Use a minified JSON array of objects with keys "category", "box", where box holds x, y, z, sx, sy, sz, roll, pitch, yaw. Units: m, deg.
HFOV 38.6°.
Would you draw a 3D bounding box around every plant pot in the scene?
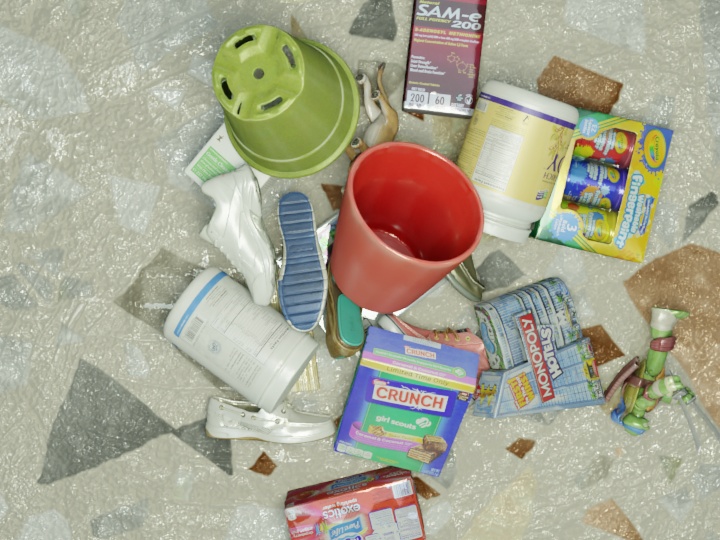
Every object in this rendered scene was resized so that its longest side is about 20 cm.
[{"category":"plant pot","box":[0.048,-0.045,1.421,0.198,0.178,0.202,11,54,-15]},{"category":"plant pot","box":[-0.114,-0.236,1.362,0.198,0.190,0.202,-1,86,10]}]

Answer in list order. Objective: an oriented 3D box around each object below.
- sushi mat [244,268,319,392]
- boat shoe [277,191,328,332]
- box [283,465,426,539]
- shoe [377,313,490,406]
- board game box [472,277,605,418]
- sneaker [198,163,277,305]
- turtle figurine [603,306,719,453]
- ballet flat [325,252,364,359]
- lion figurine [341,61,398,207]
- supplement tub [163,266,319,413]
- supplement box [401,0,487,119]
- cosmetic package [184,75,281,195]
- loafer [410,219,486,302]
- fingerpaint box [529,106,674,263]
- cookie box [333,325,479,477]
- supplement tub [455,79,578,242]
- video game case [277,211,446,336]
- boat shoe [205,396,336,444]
[{"category":"sushi mat","box":[-0.120,0.088,1.567,0.095,0.012,0.202,-7,95,0]},{"category":"boat shoe","box":[-0.081,-0.010,1.493,0.071,0.072,0.202,-3,82,3]},{"category":"box","box":[-0.009,0.368,1.548,0.198,0.095,0.101,-14,94,0]},{"category":"shoe","box":[0.121,0.110,1.540,0.200,0.071,0.091,42,90,-15]},{"category":"board game box","box":[0.246,0.132,1.512,0.198,0.062,0.202,-19,95,-27]},{"category":"sneaker","box":[-0.175,-0.043,1.453,0.098,0.078,0.202,-13,97,-1]},{"category":"turtle figurine","box":[0.471,0.158,1.520,0.143,0.199,0.196,8,90,-36]},{"category":"ballet flat","box":[-0.026,0.042,1.493,0.067,0.072,0.202,15,53,-24]},{"category":"lion figurine","box":[0.022,-0.191,1.506,0.072,0.123,0.201,10,66,38]},{"category":"supplement tub","box":[-0.174,0.100,1.497,0.199,0.132,0.132,36,93,4]},{"category":"supplement box","box":[0.125,-0.331,1.515,0.108,0.061,0.202,6,93,-1]},{"category":"cosmetic package","box":[-0.152,-0.186,1.510,0.107,0.085,0.200,39,94,0]},{"category":"loafer","box":[0.133,-0.044,1.530,0.069,0.075,0.201,-34,94,6]},{"category":"fingerpaint box","box":[0.356,-0.127,1.527,0.165,0.073,0.202,13,94,-1]},{"category":"cookie box","box":[0.064,0.193,1.499,0.169,0.076,0.201,14,128,-2]},{"category":"supplement tub","box":[0.212,-0.155,1.461,0.144,0.145,0.202,18,101,-2]},{"category":"video game case","box":[0.000,0.000,1.551,0.199,0.023,0.183,-36,94,-2]},{"category":"boat shoe","box":[-0.135,0.218,1.547,0.198,0.071,0.070,2,96,0]}]
